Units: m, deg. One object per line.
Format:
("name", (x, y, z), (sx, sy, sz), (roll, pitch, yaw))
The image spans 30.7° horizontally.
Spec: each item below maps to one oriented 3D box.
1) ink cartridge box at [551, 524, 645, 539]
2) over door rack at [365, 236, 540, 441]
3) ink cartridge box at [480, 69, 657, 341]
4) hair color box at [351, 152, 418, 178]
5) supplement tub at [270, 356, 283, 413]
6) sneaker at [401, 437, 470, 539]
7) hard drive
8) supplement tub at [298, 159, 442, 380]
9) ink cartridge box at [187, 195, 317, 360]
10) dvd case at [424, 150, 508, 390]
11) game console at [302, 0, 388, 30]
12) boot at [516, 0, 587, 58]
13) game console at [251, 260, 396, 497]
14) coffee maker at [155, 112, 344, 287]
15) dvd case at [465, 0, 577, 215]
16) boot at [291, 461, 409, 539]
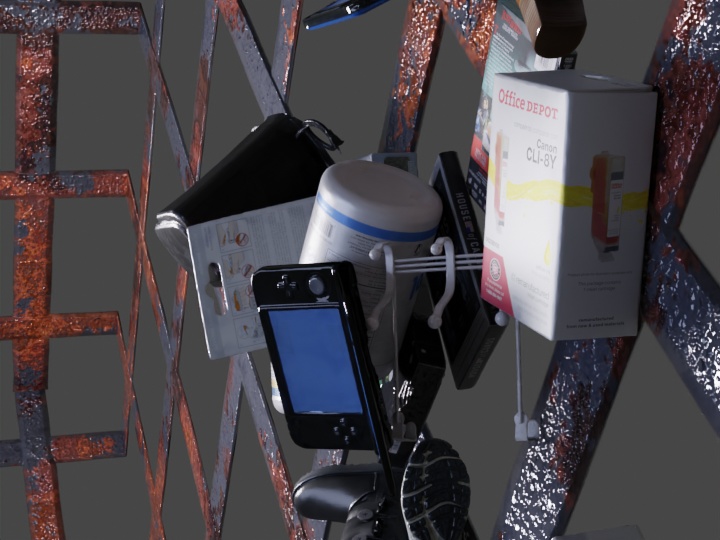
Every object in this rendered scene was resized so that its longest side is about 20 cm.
("ink cartridge box", (0.200, 0.326, 1.035), (0.145, 0.083, 0.201), (106, 155, -44))
("over door rack", (0.084, 0.070, 1.232), (0.147, 0.066, 0.202), (-3, 97, 29))
("ink cartridge box", (0.167, -0.059, 1.084), (0.145, 0.083, 0.202), (-144, 54, -67))
("hair color box", (0.010, -0.082, 1.587), (0.200, 0.060, 0.100), (174, 93, -72))
("supplement tub", (-0.043, 0.074, 1.632), (0.145, 0.143, 0.202), (175, 92, -71))
("sneaker", (0.076, 0.284, 1.417), (0.086, 0.077, 0.202), (144, 124, -76))
("hard drive", (0.046, 0.102, 1.449), (0.201, 0.037, 0.141), (-101, 27, -58))
("supplement tub", (0.000, 0.000, 1.360), (0.132, 0.131, 0.202), (-121, 41, -55))
("ink cartridge box", (-0.086, 0.007, 1.497), (0.047, 0.198, 0.162), (51, -153, -79))
("dvd case", (0.100, 0.001, 1.356), (0.151, 0.024, 0.202), (106, 153, -59))
("game console", (0.011, -0.365, 1.476), (0.119, 0.170, 0.200), (63, 166, -13))
("boot", (0.174, -0.293, 1.077), (0.200, 0.076, 0.157), (106, 159, -60))
("game console", (-0.038, 0.104, 1.267), (0.174, 0.116, 0.202), (-3, 109, 31))
("coffee maker", (-0.140, -0.092, 1.590), (0.135, 0.200, 0.192), (41, 157, 6))
("dvd case", (0.147, -0.135, 1.233), (0.146, 0.022, 0.202), (-122, 33, -56))
("boot", (-0.016, 0.309, 1.477), (0.201, 0.163, 0.066), (-81, -32, -51))
